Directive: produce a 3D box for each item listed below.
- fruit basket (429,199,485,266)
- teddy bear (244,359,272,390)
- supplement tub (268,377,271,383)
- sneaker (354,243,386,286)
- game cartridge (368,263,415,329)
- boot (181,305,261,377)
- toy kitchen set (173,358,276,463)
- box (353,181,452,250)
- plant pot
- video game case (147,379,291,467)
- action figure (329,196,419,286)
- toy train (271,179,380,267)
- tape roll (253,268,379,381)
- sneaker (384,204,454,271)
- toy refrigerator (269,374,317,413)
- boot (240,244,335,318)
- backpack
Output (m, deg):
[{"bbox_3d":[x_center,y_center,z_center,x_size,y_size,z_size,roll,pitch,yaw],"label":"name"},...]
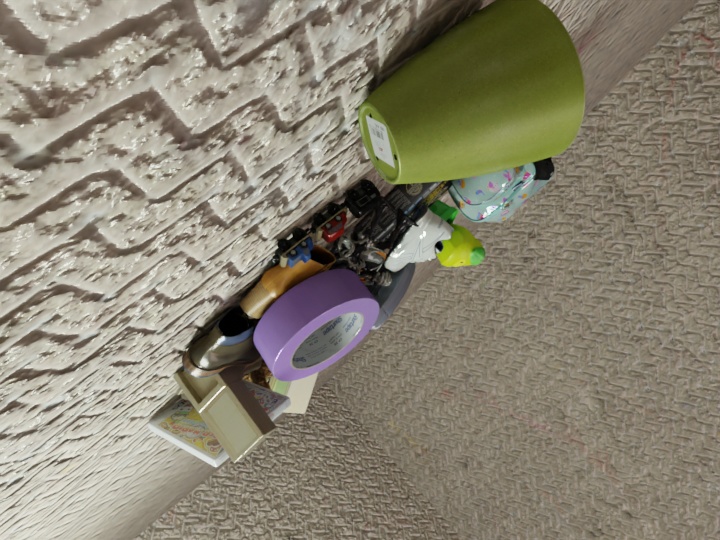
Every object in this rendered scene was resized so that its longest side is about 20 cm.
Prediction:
[{"bbox_3d":[0.171,-0.060,1.265,0.155,0.216,0.216,-41,170,-14],"label":"fruit basket"},{"bbox_3d":[-0.184,0.186,1.149,0.067,0.145,0.200,24,115,-35],"label":"teddy bear"},{"bbox_3d":[-0.177,0.225,1.306,0.200,0.123,0.123,-36,168,-40],"label":"supplement tub"},{"bbox_3d":[0.000,0.000,1.126,0.200,0.078,0.077,103,9,-73],"label":"sneaker"},{"bbox_3d":[0.035,0.046,1.186,0.133,0.041,0.200,-9,-142,47],"label":"game cartridge"},{"bbox_3d":[-0.181,0.100,0.893,0.097,0.075,0.200,-46,169,33],"label":"boot"},{"bbox_3d":[-0.216,0.229,0.984,0.163,0.181,0.200,-46,166,21],"label":"toy kitchen set"},{"bbox_3d":[0.088,-0.126,1.089,0.200,0.049,0.161,-43,169,8],"label":"box"},{"bbox_3d":[0.105,-0.179,0.625,0.199,0.188,0.187,-25,166,-13],"label":"plant pot"},{"bbox_3d":[-0.260,0.264,1.033,0.182,0.199,0.023,-34,124,-43],"label":"video game case"},{"bbox_3d":[0.004,-0.029,0.976,0.200,0.119,0.102,-51,-157,11],"label":"action figure"},{"bbox_3d":[-0.045,-0.065,0.812,0.200,0.046,0.034,-39,170,-24],"label":"toy train"},{"bbox_3d":[-0.068,0.089,0.896,0.200,0.066,0.200,-30,152,-17],"label":"tape roll"},{"bbox_3d":[0.109,-0.044,1.090,0.075,0.087,0.200,-64,-175,-31],"label":"sneaker"},{"bbox_3d":[-0.133,0.194,1.190,0.070,0.076,0.201,16,93,-41],"label":"toy refrigerator"},{"bbox_3d":[-0.094,0.023,0.905,0.144,0.071,0.201,-38,165,10],"label":"boot"},{"bbox_3d":[0.270,-0.197,1.160,0.153,0.176,0.200,-15,153,-36],"label":"backpack"}]
